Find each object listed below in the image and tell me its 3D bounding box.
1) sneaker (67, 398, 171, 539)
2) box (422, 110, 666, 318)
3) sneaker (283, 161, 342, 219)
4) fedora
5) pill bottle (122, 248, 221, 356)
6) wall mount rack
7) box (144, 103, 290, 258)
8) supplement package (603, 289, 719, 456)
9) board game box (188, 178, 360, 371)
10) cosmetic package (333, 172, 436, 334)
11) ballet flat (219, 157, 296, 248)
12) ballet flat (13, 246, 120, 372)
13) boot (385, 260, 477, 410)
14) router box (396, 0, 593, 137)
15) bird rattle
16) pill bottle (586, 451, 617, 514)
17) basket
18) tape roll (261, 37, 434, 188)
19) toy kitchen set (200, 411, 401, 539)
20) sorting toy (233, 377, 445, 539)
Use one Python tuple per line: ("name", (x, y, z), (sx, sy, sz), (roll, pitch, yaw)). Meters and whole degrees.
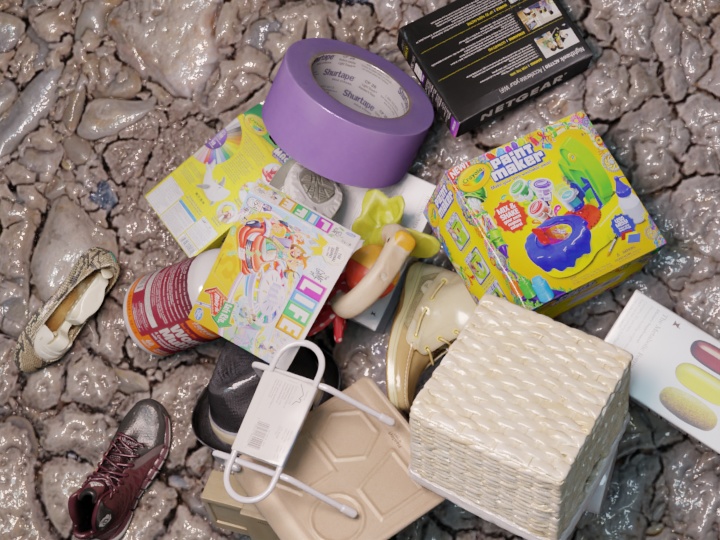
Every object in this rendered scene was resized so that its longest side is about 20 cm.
("sneaker", (-0.311, 0.258, 1.750), (0.075, 0.116, 0.201), (20, 87, 15))
("box", (0.214, -0.051, 1.630), (0.200, 0.122, 0.193), (-25, 75, -19))
("sneaker", (-0.075, -0.049, 1.669), (0.099, 0.078, 0.200), (-48, 29, 36))
("fedora", (-0.125, 0.132, 1.688), (0.200, 0.092, 0.201), (-10, 37, 8))
("pill bottle", (-0.197, 0.035, 1.721), (0.200, 0.109, 0.110), (-19, 76, 39))
("wall mount rack", (-0.066, 0.188, 1.564), (0.173, 0.075, 0.200), (18, 71, 18))
("box", (-0.173, -0.116, 1.808), (0.200, 0.048, 0.117), (-39, 75, 7))
("supplement package", (0.381, 0.126, 1.607), (0.200, 0.110, 0.114), (32, 91, 16))
("board game box", (-0.101, 0.009, 1.576), (0.134, 0.034, 0.200), (29, 124, 0))
("cosmetic package", (0.001, -0.041, 1.753), (0.150, 0.052, 0.200), (26, 89, 17))
("ballet flat", (-0.108, -0.062, 1.760), (0.200, 0.067, 0.064), (-50, 42, 16))
("ballet flat", (-0.387, 0.059, 1.816), (0.200, 0.068, 0.075), (-54, 37, -1))
("boot", (0.117, 0.087, 1.678), (0.155, 0.073, 0.200), (8, 59, 12))
("router box", (0.167, -0.277, 1.719), (0.200, 0.051, 0.149), (-28, 75, -10))
("bird rattle", (0.000, 0.000, 1.635), (0.200, 0.163, 0.113), (-45, 100, -5))
("pill bottle", (0.198, 0.222, 1.636), (0.199, 0.111, 0.111), (15, 86, 15))
("basket", (0.175, 0.161, 1.516), (0.200, 0.161, 0.198), (23, 59, 22))
("tape roll", (-0.016, -0.196, 1.697), (0.200, 0.200, 0.085), (38, 124, 15))
("toy kitchen set", (-0.061, 0.271, 1.708), (0.199, 0.163, 0.181), (11, 56, 16))
("sorting toy", (-0.020, 0.243, 1.597), (0.200, 0.037, 0.185), (-33, 62, -15))
